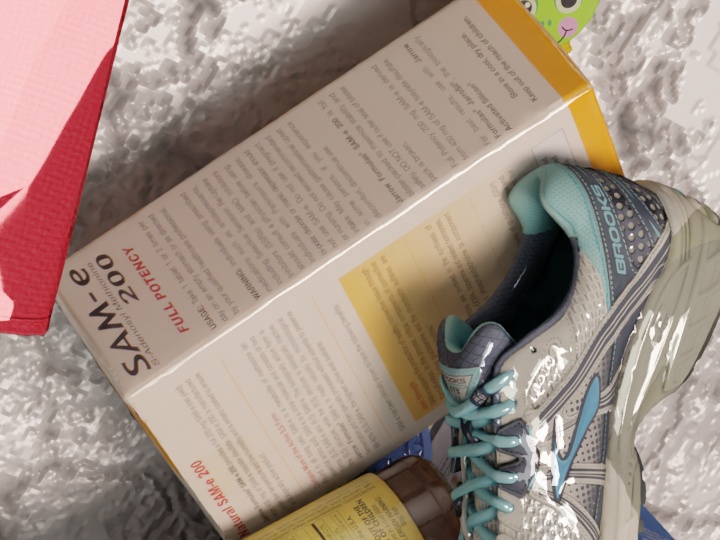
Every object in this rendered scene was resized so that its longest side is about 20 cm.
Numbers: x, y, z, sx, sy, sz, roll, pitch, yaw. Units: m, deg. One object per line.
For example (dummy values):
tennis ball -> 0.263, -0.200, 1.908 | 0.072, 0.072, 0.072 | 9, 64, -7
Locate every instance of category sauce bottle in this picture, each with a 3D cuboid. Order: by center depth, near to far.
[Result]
sauce bottle -> -0.051, 0.138, 1.092 | 0.200, 0.065, 0.065 | -27, 123, -13

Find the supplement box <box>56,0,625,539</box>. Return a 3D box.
supplement box -> 0.000, 0.000, 1.097 | 0.200, 0.074, 0.126 | -34, 144, -5

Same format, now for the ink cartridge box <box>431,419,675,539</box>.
ink cartridge box -> 0.074, 0.159, 1.153 | 0.076, 0.200, 0.137 | 21, 106, -31

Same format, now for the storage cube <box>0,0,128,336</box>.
storage cube -> -0.176, -0.100, 0.918 | 0.171, 0.200, 0.180 | 8, 106, -26

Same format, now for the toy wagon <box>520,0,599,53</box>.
toy wagon -> 0.068, -0.159, 1.084 | 0.155, 0.040, 0.200 | -12, 119, -18

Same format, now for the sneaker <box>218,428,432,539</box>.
sneaker -> -0.046, 0.131, 1.173 | 0.070, 0.078, 0.200 | 38, 75, -31

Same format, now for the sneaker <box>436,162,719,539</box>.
sneaker -> 0.055, 0.055, 1.048 | 0.086, 0.078, 0.200 | 23, 81, -33
